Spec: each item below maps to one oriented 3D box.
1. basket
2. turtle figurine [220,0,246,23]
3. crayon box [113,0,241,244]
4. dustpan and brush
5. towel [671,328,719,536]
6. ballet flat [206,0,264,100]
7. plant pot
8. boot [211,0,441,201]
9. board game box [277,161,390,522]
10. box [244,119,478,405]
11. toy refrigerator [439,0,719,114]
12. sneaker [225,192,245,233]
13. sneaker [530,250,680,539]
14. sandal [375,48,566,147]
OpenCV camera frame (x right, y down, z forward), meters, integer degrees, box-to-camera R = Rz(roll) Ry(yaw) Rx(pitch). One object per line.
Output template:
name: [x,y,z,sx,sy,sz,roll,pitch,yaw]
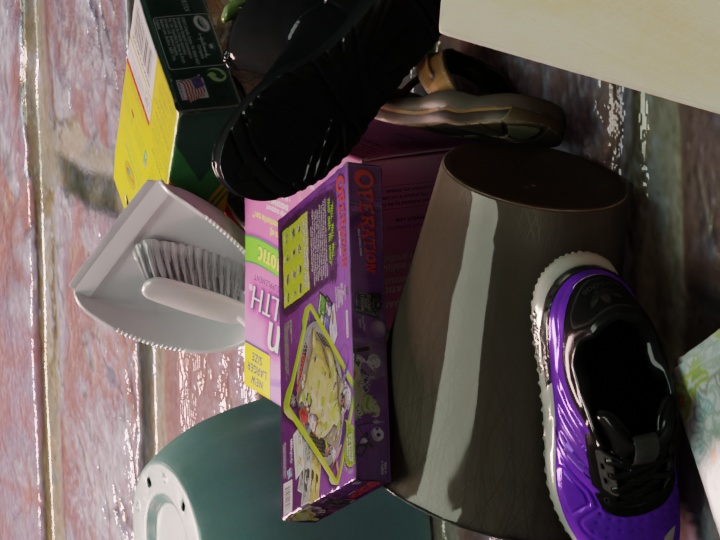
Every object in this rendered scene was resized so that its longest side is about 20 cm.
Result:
basket: [0.087,0.035,1.589,0.180,0.136,0.201,29,119,42]
turtle figurine: [-0.136,-0.269,1.888,0.144,0.200,0.194,-30,89,35]
crayon box: [-0.134,-0.092,1.900,0.200,0.051,0.127,105,152,-49]
dustpan and brush: [-0.092,0.025,1.888,0.140,0.199,0.057,-49,32,38]
towel: [0.242,0.106,1.396,0.171,0.048,0.201,133,124,-60]
ballet flat: [-0.097,-0.159,1.962,0.200,0.067,0.068,-123,30,-42]
plant pot: [-0.066,0.185,1.888,0.200,0.160,0.201,23,116,59]
boot: [-0.043,-0.135,1.703,0.073,0.198,0.162,49,169,-29]
board game box: [-0.018,0.046,1.642,0.120,0.032,0.201,139,133,-64]
box: [0.000,0.000,1.782,0.176,0.096,0.201,26,120,58]
toy refrigerator: [0.146,-0.142,1.399,0.200,0.076,0.070,20,117,31]
sneaker: [-0.078,-0.061,1.964,0.200,0.077,0.085,-121,23,-49]
sneaker: [0.146,0.096,1.491,0.100,0.069,0.201,-138,31,-68]
sandal: [0.063,-0.112,1.658,0.200,0.081,0.055,9,88,63]
